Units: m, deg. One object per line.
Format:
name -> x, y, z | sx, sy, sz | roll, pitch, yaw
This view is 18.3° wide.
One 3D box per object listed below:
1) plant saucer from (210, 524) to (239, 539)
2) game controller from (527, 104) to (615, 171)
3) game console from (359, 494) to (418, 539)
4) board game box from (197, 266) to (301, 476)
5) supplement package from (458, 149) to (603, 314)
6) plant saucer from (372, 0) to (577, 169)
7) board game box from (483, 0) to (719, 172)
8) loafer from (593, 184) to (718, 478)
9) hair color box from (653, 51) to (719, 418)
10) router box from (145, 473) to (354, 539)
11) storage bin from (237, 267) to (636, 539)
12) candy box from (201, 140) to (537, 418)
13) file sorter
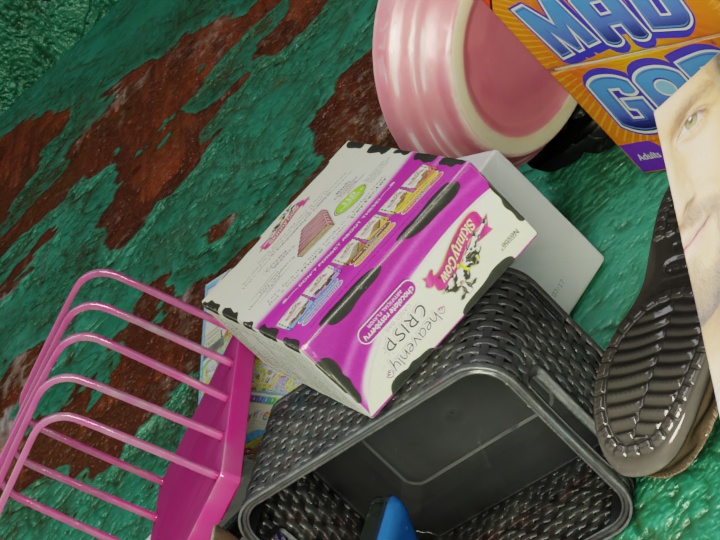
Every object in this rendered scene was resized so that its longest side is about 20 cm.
plant saucer -> -0.072, 0.242, 1.231 | 0.200, 0.034, 0.201 | -176, 90, -90
game controller -> 0.184, -0.153, 1.611 | 0.104, 0.042, 0.200 | -19, 32, 52
game console -> -0.027, 0.245, 1.170 | 0.118, 0.171, 0.200 | -6, 36, 20
board game box -> -0.043, 0.045, 1.434 | 0.200, 0.034, 0.135 | -30, 52, 53
supplement package -> 0.043, 0.007, 1.483 | 0.114, 0.110, 0.200 | -55, 22, -23
plant saucer -> 0.092, -0.154, 1.496 | 0.051, 0.201, 0.201 | 14, 59, 43
board game box -> 0.224, -0.208, 1.402 | 0.200, 0.200, 0.200 | -53, 21, -21
loafer -> 0.187, 0.033, 1.207 | 0.073, 0.071, 0.201 | -8, 47, 44
hair color box -> 0.216, -0.022, 1.110 | 0.109, 0.065, 0.201 | -44, 41, 44
router box -> -0.065, 0.181, 1.458 | 0.180, 0.049, 0.200 | -46, 20, 1
storage bin -> 0.046, 0.107, 1.245 | 0.200, 0.135, 0.094 | -34, 23, 30
candy box -> 0.000, 0.000, 1.250 | 0.136, 0.061, 0.200 | -48, 19, -8
file sorter -> -0.150, 0.109, 1.366 | 0.200, 0.125, 0.139 | -88, 24, -65
